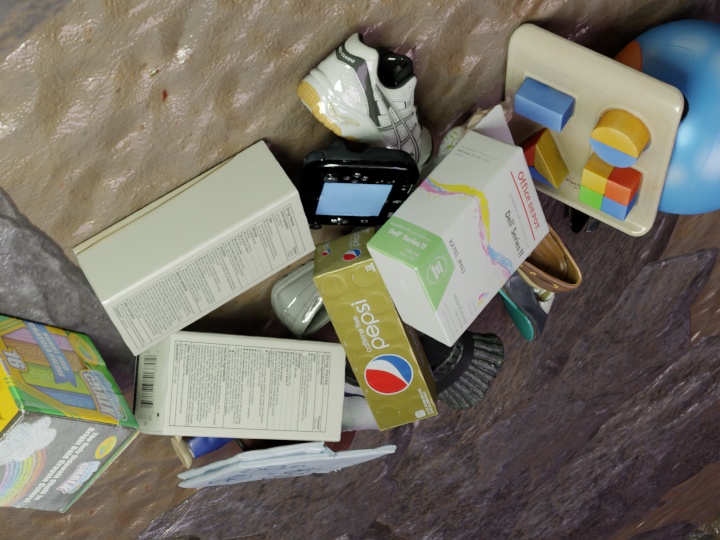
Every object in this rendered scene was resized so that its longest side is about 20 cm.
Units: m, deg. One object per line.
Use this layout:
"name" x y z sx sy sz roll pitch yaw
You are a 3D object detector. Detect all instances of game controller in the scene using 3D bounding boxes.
"game controller" -0.007 -0.073 1.224 0.103 0.043 0.200 10 167 -4

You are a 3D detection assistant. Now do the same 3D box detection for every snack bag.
"snack bag" -0.080 0.211 1.454 0.197 0.022 0.188 -2 165 -28

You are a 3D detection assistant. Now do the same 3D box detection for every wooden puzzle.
"wooden puzzle" 0.219 -0.130 1.325 0.046 0.184 0.201 -50 157 -31

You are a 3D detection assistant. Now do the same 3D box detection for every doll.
"doll" -0.121 0.139 1.476 0.198 0.048 0.138 -27 128 -18

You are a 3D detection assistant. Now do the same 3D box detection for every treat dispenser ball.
"treat dispenser ball" 0.344 -0.160 1.392 0.199 0.202 0.202 -26 149 -17

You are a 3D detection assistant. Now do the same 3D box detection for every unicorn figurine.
"unicorn figurine" 0.081 -0.080 1.317 0.137 0.073 0.202 -47 157 -64

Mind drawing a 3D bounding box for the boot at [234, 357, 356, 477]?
"boot" -0.041 0.153 1.571 0.187 0.069 0.201 24 110 -44

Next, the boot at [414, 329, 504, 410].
"boot" 0.103 0.072 1.458 0.156 0.080 0.211 21 144 -23

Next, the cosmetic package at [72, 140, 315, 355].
"cosmetic package" -0.148 -0.020 1.204 0.198 0.073 0.104 -31 150 -10

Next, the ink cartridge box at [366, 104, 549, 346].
"ink cartridge box" 0.107 -0.045 1.237 0.200 0.067 0.118 -48 137 -20

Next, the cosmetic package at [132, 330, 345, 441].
"cosmetic package" -0.121 0.117 1.329 0.198 0.105 0.087 8 173 -31

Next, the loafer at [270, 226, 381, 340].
"loafer" 0.000 0.000 1.389 0.199 0.070 0.070 -36 150 -1

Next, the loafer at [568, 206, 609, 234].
"loafer" 0.265 -0.093 1.541 0.062 0.072 0.200 -30 152 3

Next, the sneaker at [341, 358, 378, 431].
"sneaker" -0.022 0.151 1.506 0.081 0.076 0.200 -47 147 5

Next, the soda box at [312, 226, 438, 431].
"soda box" 0.016 0.061 1.336 0.067 0.064 0.202 -17 119 10

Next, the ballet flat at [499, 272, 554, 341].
"ballet flat" 0.209 0.028 1.653 0.073 0.073 0.200 -36 148 1

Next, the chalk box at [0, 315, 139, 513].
"chalk box" -0.298 0.134 1.216 0.124 0.124 0.199 -45 150 14

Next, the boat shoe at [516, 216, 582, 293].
"boat shoe" 0.171 -0.047 1.430 0.200 0.067 0.072 42 81 -27

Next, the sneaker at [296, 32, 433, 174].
"sneaker" 0.029 -0.150 1.206 0.088 0.076 0.199 -48 151 12
